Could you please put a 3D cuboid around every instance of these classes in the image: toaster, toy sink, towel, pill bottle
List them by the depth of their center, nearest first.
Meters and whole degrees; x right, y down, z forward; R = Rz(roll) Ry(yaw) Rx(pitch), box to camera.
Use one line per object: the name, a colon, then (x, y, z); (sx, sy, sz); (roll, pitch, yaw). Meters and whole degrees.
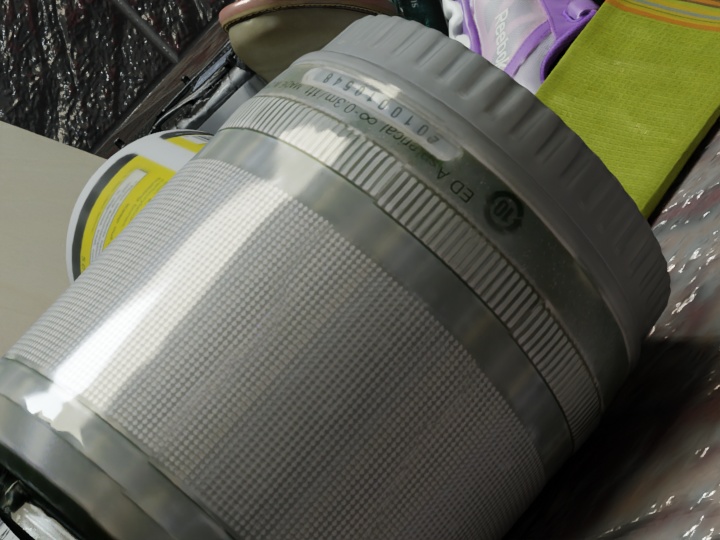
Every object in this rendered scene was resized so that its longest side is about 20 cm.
towel: (0.125, -0.089, 0.909); (0.086, 0.018, 0.200); (14, 52, 36)
pill bottle: (-0.047, 0.007, 0.949); (0.114, 0.114, 0.200); (-47, 28, -10)
toy sink: (-0.178, 0.013, 1.122); (0.112, 0.199, 0.131); (131, 155, -61)
toaster: (-0.091, -0.074, 1.464); (0.181, 0.119, 0.200); (-43, 11, 14)

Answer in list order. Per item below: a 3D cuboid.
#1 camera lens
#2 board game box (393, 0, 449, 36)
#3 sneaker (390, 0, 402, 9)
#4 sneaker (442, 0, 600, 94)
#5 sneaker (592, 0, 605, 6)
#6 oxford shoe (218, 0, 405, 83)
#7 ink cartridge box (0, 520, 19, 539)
camera lens: (-0.015, 0.037, 0.698); (0.200, 0.160, 0.160); (-48, 12, -14)
board game box: (0.070, -0.178, 1.129); (0.028, 0.136, 0.200); (0, 39, 27)
sneaker: (0.004, -0.089, 1.209); (0.201, 0.108, 0.067); (-48, 12, -16)
sneaker: (0.087, -0.103, 1.004); (0.088, 0.080, 0.201); (-26, 39, 33)
sneaker: (0.133, -0.154, 1.072); (0.090, 0.078, 0.200); (-54, 10, -12)
oxford shoe: (0.001, -0.089, 1.085); (0.071, 0.200, 0.074); (-16, 69, 32)
ink cartridge box: (-0.119, 0.125, 0.945); (0.144, 0.084, 0.200); (-47, 12, -15)
